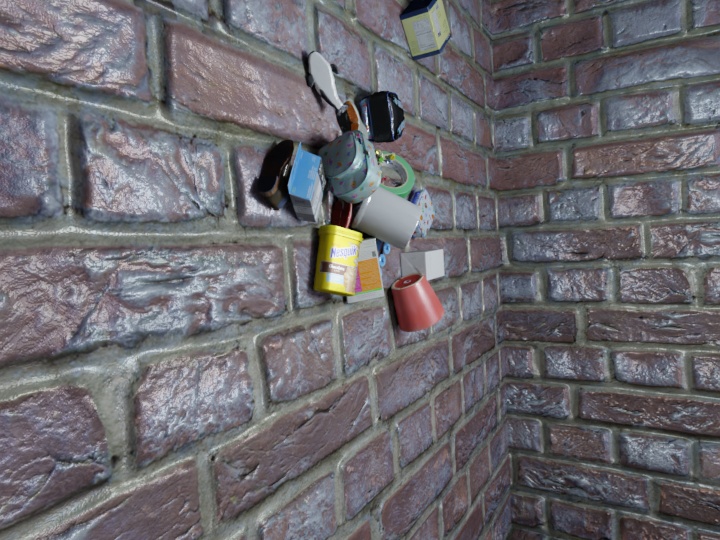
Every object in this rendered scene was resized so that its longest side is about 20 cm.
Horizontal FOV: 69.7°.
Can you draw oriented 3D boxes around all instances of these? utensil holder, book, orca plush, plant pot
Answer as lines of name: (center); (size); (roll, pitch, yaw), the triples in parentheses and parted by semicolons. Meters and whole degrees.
utensil holder: (0.089, -0.182, 1.771); (0.172, 0.198, 0.170); (-64, -176, 8)
book: (0.000, 0.000, 1.762); (0.048, 0.132, 0.203); (-136, -144, -73)
orca plush: (-0.105, -0.599, 1.650); (0.200, 0.105, 0.071); (44, 8, -21)
plant pot: (0.218, 0.119, 2.077); (0.200, 0.198, 0.179); (-44, 115, -51)

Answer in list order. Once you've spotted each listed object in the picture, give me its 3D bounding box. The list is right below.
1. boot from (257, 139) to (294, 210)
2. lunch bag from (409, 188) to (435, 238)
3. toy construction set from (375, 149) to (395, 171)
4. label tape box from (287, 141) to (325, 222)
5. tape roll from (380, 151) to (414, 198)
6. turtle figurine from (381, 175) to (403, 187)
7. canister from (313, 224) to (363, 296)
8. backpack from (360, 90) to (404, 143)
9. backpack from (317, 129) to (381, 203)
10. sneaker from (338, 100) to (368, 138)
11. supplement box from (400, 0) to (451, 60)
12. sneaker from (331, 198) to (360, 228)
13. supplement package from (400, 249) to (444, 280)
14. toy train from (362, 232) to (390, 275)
boot: (-0.226, -0.268, 1.452); (0.097, 0.074, 0.202); (71, 34, -56)
lunch bag: (0.255, -0.253, 2.249); (0.161, 0.075, 0.202); (55, 45, -40)
toy construction set: (0.009, -0.380, 1.763); (0.093, 0.198, 0.132); (-81, -163, -57)
label tape box: (-0.151, -0.249, 1.490); (0.200, 0.065, 0.145); (88, 12, -69)
tape roll: (0.097, -0.342, 1.880); (0.202, 0.198, 0.048); (-66, -176, -36)
turtle figurine: (0.102, -0.266, 1.935); (0.100, 0.150, 0.201); (16, 35, -50)
canister: (-0.072, -0.028, 1.645); (0.147, 0.086, 0.203); (13, 79, -37)
backpack: (0.093, -0.571, 1.926); (0.200, 0.132, 0.185); (-48, 131, -65)
backpack: (-0.033, -0.320, 1.622); (0.153, 0.174, 0.203); (16, 52, -62)
sneaker: (-0.019, -0.502, 1.807); (0.093, 0.075, 0.202); (-69, 151, -45)
supplement box: (0.292, -1.077, 2.284); (0.201, 0.133, 0.201); (-62, 138, -40)
sneaker: (-0.033, -0.211, 1.754); (0.115, 0.077, 0.203); (25, 68, -55)
supplement package: (0.268, -0.024, 2.213); (0.199, 0.120, 0.122); (-11, 98, -58)
toy train: (0.038, -0.055, 1.861); (0.114, 0.086, 0.202); (46, 54, -43)
